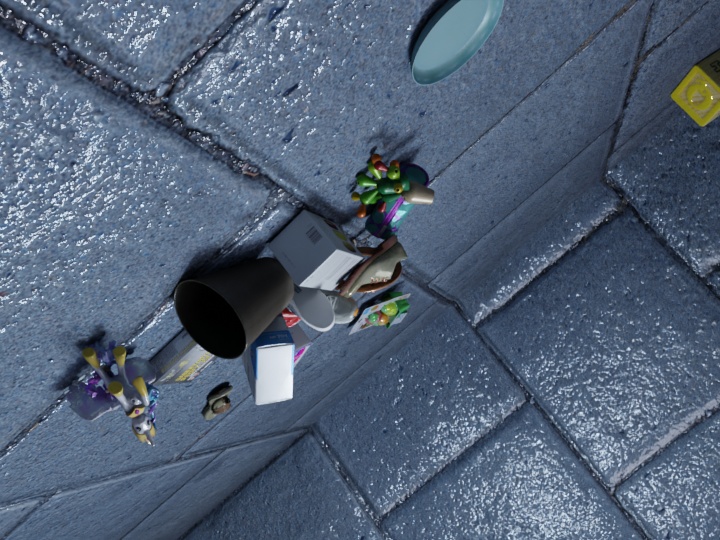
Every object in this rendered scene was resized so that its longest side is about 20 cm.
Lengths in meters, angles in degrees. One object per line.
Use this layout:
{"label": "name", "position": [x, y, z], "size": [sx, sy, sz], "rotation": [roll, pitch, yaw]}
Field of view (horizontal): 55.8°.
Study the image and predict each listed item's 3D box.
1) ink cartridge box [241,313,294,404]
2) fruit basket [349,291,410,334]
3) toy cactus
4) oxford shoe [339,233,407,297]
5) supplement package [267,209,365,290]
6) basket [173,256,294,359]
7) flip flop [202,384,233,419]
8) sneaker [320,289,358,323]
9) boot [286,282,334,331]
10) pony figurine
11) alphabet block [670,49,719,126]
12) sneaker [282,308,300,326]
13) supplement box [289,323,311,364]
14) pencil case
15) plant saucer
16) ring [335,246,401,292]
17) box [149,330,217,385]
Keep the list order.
{"label": "ink cartridge box", "position": [-0.203, 0.158, 1.433], "size": [0.085, 0.200, 0.148], "rotation": [-5, 122, -18]}
{"label": "fruit basket", "position": [0.069, 0.157, 2.377], "size": [0.199, 0.094, 0.186], "rotation": [-24, 159, -34]}
{"label": "toy cactus", "position": [0.071, -0.163, 1.400], "size": [0.163, 0.103, 0.200], "rotation": [12, 156, -9]}
{"label": "oxford shoe", "position": [0.034, 0.002, 1.532], "size": [0.200, 0.074, 0.071], "rotation": [-44, -173, -24]}
{"label": "supplement package", "position": [-0.088, -0.038, 1.436], "size": [0.109, 0.114, 0.200], "rotation": [-43, 166, 10]}
{"label": "basket", "position": [-0.229, 0.059, 1.324], "size": [0.200, 0.180, 0.137], "rotation": [-33, 156, -54]}
{"label": "flip flop", "position": [-0.415, 0.400, 2.008], "size": [0.081, 0.058, 0.200], "rotation": [-25, 159, -40]}
{"label": "sneaker", "position": [-0.100, 0.063, 1.567], "size": [0.076, 0.199, 0.092], "rotation": [-67, 155, -4]}
{"label": "boot", "position": [-0.124, 0.071, 1.479], "size": [0.073, 0.200, 0.091], "rotation": [-36, 152, -18]}
{"label": "pony figurine", "position": [-0.448, 0.219, 1.258], "size": [0.166, 0.193, 0.201], "rotation": [-34, 145, -28]}
{"label": "alphabet block", "position": [1.441, -0.749, 2.781], "size": [0.199, 0.197, 0.196], "rotation": [-32, 161, -22]}
{"label": "sneaker", "position": [-0.180, 0.111, 1.712], "size": [0.116, 0.079, 0.199], "rotation": [-48, 161, 25]}
{"label": "supplement box", "position": [-0.233, 0.230, 1.876], "size": [0.101, 0.104, 0.200], "rotation": [-26, 161, -41]}
{"label": "pencil case", "position": [0.082, -0.153, 1.553], "size": [0.201, 0.084, 0.093], "rotation": [121, -10, -49]}
{"label": "plant saucer", "position": [0.158, -0.401, 1.152], "size": [0.199, 0.027, 0.200], "rotation": [-36, 165, -11]}
{"label": "ring", "position": [0.000, 0.000, 1.619], "size": [0.199, 0.200, 0.019], "rotation": [-27, 130, -35]}
{"label": "box", "position": [-0.364, 0.174, 1.518], "size": [0.200, 0.048, 0.158], "rotation": [-42, 165, 8]}
